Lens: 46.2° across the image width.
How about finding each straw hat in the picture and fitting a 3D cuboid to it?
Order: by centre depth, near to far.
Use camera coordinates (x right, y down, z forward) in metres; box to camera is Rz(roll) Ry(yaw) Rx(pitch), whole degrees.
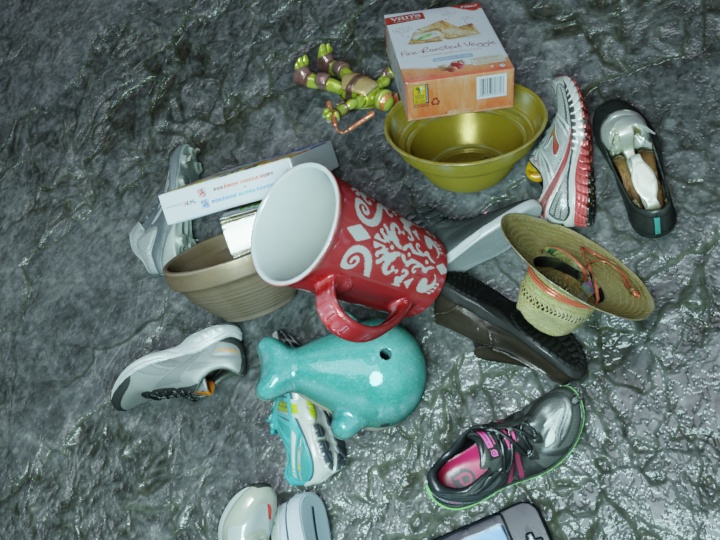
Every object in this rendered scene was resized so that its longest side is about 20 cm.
[{"bbox_3d":[0.221,0.025,0.936,0.201,0.201,0.085,46,121,30],"label":"straw hat"}]

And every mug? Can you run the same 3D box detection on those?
[{"bbox_3d":[-0.008,-0.002,0.939,0.133,0.200,0.178,-4,72,43],"label":"mug"}]

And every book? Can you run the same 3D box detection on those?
[{"bbox_3d":[-0.101,-0.076,1.071,0.133,0.200,0.048,-19,102,-2],"label":"book"}]

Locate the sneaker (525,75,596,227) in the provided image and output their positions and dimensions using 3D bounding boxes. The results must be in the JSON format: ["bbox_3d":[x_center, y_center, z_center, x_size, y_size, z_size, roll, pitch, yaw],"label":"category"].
[{"bbox_3d":[0.240,-0.148,1.032,0.082,0.078,0.201,-4,67,21],"label":"sneaker"}]

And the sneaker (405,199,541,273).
[{"bbox_3d":[0.118,-0.053,1.031,0.200,0.071,0.099,-33,59,20],"label":"sneaker"}]

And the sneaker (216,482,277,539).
[{"bbox_3d":[-0.122,0.340,0.946,0.093,0.070,0.200,29,103,43],"label":"sneaker"}]

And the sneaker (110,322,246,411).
[{"bbox_3d":[-0.239,0.141,1.106,0.200,0.074,0.080,-26,67,10],"label":"sneaker"}]

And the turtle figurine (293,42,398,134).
[{"bbox_3d":[-0.003,-0.263,1.183,0.161,0.065,0.200,32,64,26],"label":"turtle figurine"}]

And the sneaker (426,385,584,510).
[{"bbox_3d":[0.158,0.196,0.918,0.200,0.084,0.077,-37,61,4],"label":"sneaker"}]

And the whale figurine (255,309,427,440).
[{"bbox_3d":[-0.019,0.112,0.973,0.199,0.104,0.160,7,62,-12],"label":"whale figurine"}]

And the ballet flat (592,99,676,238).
[{"bbox_3d":[0.326,-0.134,0.997,0.068,0.068,0.201,-20,63,11],"label":"ballet flat"}]

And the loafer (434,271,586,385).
[{"bbox_3d":[0.169,0.076,0.981,0.200,0.073,0.072,34,122,25],"label":"loafer"}]

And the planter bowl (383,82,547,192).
[{"bbox_3d":[0.133,-0.156,1.055,0.199,0.084,0.201,-7,40,6],"label":"planter bowl"}]

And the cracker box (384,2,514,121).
[{"bbox_3d":[0.109,-0.272,1.084,0.133,0.058,0.200,-8,40,-2],"label":"cracker box"}]

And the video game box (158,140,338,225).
[{"bbox_3d":[-0.140,-0.118,1.109,0.182,0.200,0.047,-16,100,16],"label":"video game box"}]

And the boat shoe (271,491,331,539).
[{"bbox_3d":[-0.062,0.357,0.957,0.067,0.073,0.201,-32,50,34],"label":"boat shoe"}]

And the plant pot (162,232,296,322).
[{"bbox_3d":[-0.145,0.005,1.088,0.200,0.201,0.093,-13,107,16],"label":"plant pot"}]

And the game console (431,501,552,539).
[{"bbox_3d":[0.113,0.343,0.856,0.199,0.118,0.171,-26,62,9],"label":"game console"}]

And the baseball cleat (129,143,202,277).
[{"bbox_3d":[-0.284,-0.088,1.219,0.106,0.070,0.201,-8,66,18],"label":"baseball cleat"}]

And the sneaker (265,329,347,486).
[{"bbox_3d":[-0.085,0.166,1.036,0.079,0.077,0.201,-29,60,21],"label":"sneaker"}]
